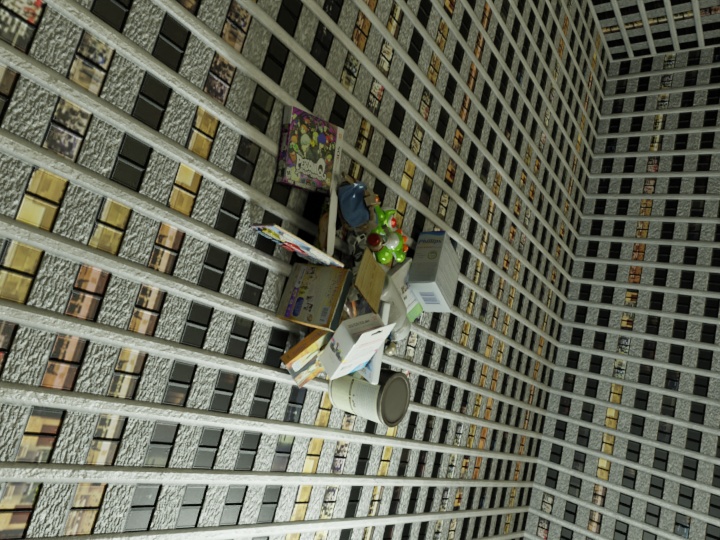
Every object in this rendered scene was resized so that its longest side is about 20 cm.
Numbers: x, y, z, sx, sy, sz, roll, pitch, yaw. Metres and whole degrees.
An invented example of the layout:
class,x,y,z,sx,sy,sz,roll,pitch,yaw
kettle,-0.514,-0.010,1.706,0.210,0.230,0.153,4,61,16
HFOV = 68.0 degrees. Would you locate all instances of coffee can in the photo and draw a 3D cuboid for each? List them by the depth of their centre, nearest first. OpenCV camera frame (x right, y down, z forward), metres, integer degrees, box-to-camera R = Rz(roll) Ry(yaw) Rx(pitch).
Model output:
class,x,y,z,sx,sy,sz,roll,pitch,yaw
coffee can,0.024,0.341,1.508,0.144,0.195,0.152,-10,103,-49

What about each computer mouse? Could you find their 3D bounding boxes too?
class,x,y,z,sx,sy,sz,roll,pitch,yaw
computer mouse,-0.015,-0.074,1.527,0.110,0.043,0.204,-47,124,-38

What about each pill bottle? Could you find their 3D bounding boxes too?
class,x,y,z,sx,sy,sz,roll,pitch,yaw
pill bottle,0.078,0.115,1.610,0.116,0.112,0.203,-55,133,-29

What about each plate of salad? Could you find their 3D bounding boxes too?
class,x,y,z,sx,sy,sz,roll,pitch,yaw
plate of salad,-0.086,-0.116,1.354,0.200,0.046,0.208,-176,-90,-89

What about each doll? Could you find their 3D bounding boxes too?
class,x,y,z,sx,sy,sz,roll,pitch,yaw
doll,0.030,0.208,1.576,0.196,0.049,0.137,24,116,-35

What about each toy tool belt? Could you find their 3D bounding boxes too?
class,x,y,z,sx,sy,sz,roll,pitch,yaw
toy tool belt,0.000,-0.155,1.409,0.123,0.122,0.205,48,19,-69

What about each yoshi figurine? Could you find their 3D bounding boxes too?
class,x,y,z,sx,sy,sz,roll,pitch,yaw
yoshi figurine,0.053,-0.105,1.526,0.111,0.111,0.205,-28,90,-42

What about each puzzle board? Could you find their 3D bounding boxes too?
class,x,y,z,sx,sy,sz,roll,pitch,yaw
puzzle board,-0.148,-0.056,1.239,0.197,0.149,0.018,30,81,-29

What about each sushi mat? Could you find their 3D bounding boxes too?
class,x,y,z,sx,sy,sz,roll,pitch,yaw
sushi mat,0.025,0.022,1.340,0.097,0.012,0.202,55,24,-19

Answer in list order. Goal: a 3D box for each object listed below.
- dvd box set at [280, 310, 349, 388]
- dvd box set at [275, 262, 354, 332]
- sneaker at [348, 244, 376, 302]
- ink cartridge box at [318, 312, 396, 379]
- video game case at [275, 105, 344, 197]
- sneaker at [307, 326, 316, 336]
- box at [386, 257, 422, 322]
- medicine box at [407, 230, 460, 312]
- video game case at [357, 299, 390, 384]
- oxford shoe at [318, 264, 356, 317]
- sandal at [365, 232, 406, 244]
class,x,y,z,sx,sy,sz,roll,pitch,yaw
dvd box set,-0.100,0.201,1.362,0.198,0.029,0.148,-36,147,-14
dvd box set,-0.114,0.061,1.300,0.029,0.195,0.151,32,70,-45
sneaker,0.000,0.000,1.437,0.198,0.077,0.134,-31,103,-62
ink cartridge box,-0.009,0.170,1.287,0.113,0.069,0.202,-12,147,-40
video game case,-0.126,-0.297,1.363,0.197,0.035,0.189,9,89,-51
sneaker,-0.121,0.109,1.404,0.203,0.114,0.075,-59,170,21
box,0.137,0.082,1.741,0.143,0.035,0.206,-37,121,-42
medicine box,0.251,0.005,1.784,0.183,0.100,0.205,53,45,-46
video game case,0.022,0.174,1.412,0.022,0.182,0.208,9,92,-19
oxford shoe,-0.072,0.062,1.468,0.072,0.071,0.204,-37,120,-17
sandal,0.095,-0.085,1.637,0.208,0.068,0.081,6,90,-51
